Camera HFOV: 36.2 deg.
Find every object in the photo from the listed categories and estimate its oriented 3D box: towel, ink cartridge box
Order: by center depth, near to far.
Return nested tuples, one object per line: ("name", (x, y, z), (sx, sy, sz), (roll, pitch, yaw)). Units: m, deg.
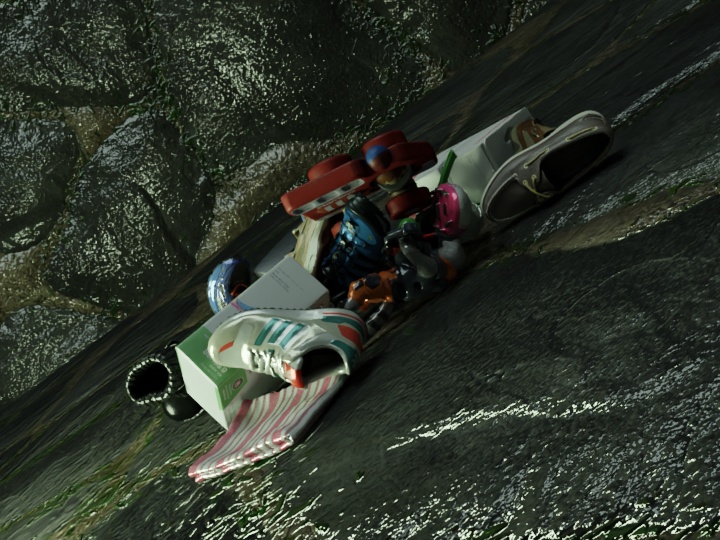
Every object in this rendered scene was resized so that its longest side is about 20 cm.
("towel", (-0.111, 0.182, 1.329), (0.200, 0.030, 0.146), (-27, 15, 40))
("ink cartridge box", (-0.136, 0.096, 1.461), (0.200, 0.087, 0.145), (-42, -21, -23))
("ink cartridge box", (0.171, -0.153, 1.686), (0.200, 0.083, 0.146), (-25, 11, 47))

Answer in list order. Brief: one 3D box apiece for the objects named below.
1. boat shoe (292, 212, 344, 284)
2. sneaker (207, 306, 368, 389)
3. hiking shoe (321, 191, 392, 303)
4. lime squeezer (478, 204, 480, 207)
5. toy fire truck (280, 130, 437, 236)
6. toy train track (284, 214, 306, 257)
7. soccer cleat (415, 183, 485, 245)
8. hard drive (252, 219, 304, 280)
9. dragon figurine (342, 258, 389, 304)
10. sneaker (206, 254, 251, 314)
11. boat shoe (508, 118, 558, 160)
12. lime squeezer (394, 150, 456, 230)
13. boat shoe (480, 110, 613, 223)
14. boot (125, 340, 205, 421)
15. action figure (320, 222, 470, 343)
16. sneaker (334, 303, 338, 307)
("boat shoe", (-0.064, -0.057, 1.591), (0.076, 0.072, 0.200), (0, 52, 29))
("sneaker", (-0.092, 0.097, 1.307), (0.199, 0.070, 0.093), (-5, 34, 10))
("hiking shoe", (-0.008, -0.021, 1.447), (0.087, 0.074, 0.200), (-39, -25, -22))
("lime squeezer", (0.105, -0.042, 1.610), (0.200, 0.038, 0.071), (-39, 43, -15))
("toy fire truck", (0.005, -0.119, 1.475), (0.200, 0.112, 0.168), (-24, -7, 11))
("toy train track", (-0.069, -0.066, 1.670), (0.114, 0.033, 0.200), (-16, 42, -5))
("soccer cleat", (0.131, -0.075, 1.460), (0.086, 0.070, 0.200), (-5, -6, -9))
("hard drive", (-0.068, -0.007, 1.723), (0.042, 0.135, 0.200), (-7, 30, 47))
("dragon figurine", (0.000, 0.000, 1.663), (0.099, 0.059, 0.200), (-34, 12, 9))
("sneaker", (-0.182, 0.071, 1.668), (0.078, 0.201, 0.075), (20, 29, 40))
("boat shoe", (0.256, -0.164, 1.541), (0.074, 0.076, 0.200), (-26, 22, 22))
("lime squeezer", (0.076, -0.079, 1.572), (0.200, 0.071, 0.038), (-40, 40, 7))
("boat shoe", (0.240, -0.126, 1.419), (0.200, 0.072, 0.060), (-37, 21, 14))
("boot", (-0.270, 0.165, 1.568), (0.158, 0.079, 0.211), (-35, -21, -52))
("action figure", (0.053, 0.022, 1.416), (0.193, 0.105, 0.200), (-29, -17, 4))
("sneaker", (-0.118, 0.088, 1.623), (0.200, 0.074, 0.084), (-41, 16, -19))
